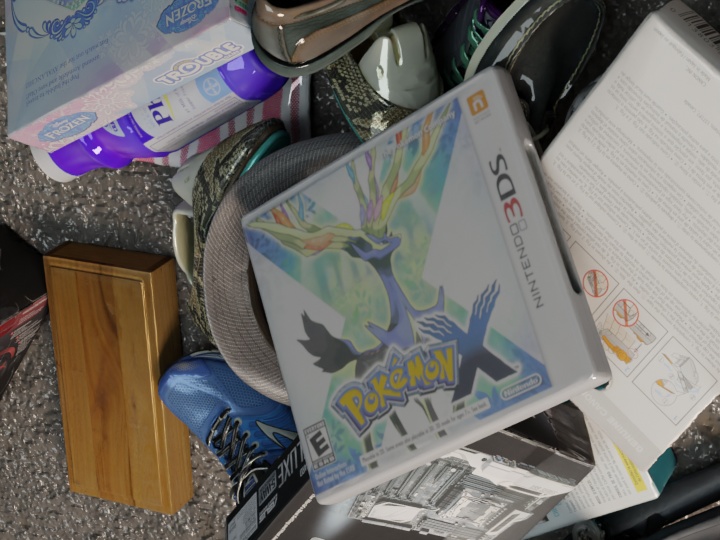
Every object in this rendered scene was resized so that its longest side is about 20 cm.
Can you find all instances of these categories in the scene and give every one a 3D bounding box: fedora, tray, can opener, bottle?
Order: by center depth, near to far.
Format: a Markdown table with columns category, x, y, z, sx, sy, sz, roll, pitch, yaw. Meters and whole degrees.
| category | x | y | z | sx | sy | sz | roll | pitch | yaw |
| --- | --- | --- | --- | --- | --- | --- | --- | --- | --- |
| fedora | 0.000 | 0.000 | 1.025 | 0.198 | 0.090 | 0.179 | -8 | 95 | 0 |
| can opener | 0.210 | 0.162 | 1.034 | 0.200 | 0.078 | 0.064 | -39 | 51 | 31 |
| bottle | -0.138 | -0.119 | 1.054 | 0.199 | 0.065 | 0.084 | -25 | 83 | 31 |
| tray | -0.185 | 0.083 | 1.216 | 0.098 | 0.037 | 0.202 | 8 | 113 | 25 |

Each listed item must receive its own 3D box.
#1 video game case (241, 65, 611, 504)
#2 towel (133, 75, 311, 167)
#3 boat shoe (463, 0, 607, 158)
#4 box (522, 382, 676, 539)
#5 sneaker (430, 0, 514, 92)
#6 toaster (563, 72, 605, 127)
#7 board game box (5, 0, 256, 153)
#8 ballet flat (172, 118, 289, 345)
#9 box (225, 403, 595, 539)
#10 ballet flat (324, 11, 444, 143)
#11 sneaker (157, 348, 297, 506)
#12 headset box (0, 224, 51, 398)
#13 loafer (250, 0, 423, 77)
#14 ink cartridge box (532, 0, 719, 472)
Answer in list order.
| category | x | y | z | sx | sy | sz | roll | pitch | yaw |
| --- | --- | --- | --- | --- | --- | --- | --- | --- | --- |
| video game case | 0.028 | 0.012 | 0.889 | 0.199 | 0.022 | 0.184 | -29 | 69 | 33 |
| towel | -0.123 | -0.139 | 1.094 | 0.198 | 0.030 | 0.148 | 9 | 115 | 24 |
| boat shoe | 0.087 | -0.077 | 0.910 | 0.201 | 0.071 | 0.068 | -59 | 41 | 23 |
| box | 0.106 | 0.134 | 1.073 | 0.199 | 0.049 | 0.083 | -24 | 98 | 33 |
| sneaker | 0.076 | -0.140 | 0.952 | 0.074 | 0.087 | 0.201 | 36 | 122 | 10 |
| toaster | 0.186 | -0.033 | 0.925 | 0.128 | 0.113 | 0.202 | 15 | 115 | 26 |
| board game box | -0.149 | -0.203 | 1.012 | 0.199 | 0.043 | 0.201 | -20 | 64 | 34 |
| ballet flat | -0.097 | -0.031 | 1.081 | 0.075 | 0.068 | 0.201 | 33 | 138 | 23 |
| box | 0.027 | 0.142 | 1.011 | 0.157 | 0.050 | 0.200 | 23 | 127 | -25 |
| ballet flat | 0.005 | -0.149 | 0.965 | 0.201 | 0.067 | 0.075 | 63 | 146 | 20 |
| sneaker | -0.067 | 0.132 | 1.141 | 0.199 | 0.089 | 0.079 | 34 | 121 | 12 |
| headset box | -0.321 | 0.065 | 1.213 | 0.075 | 0.149 | 0.201 | 40 | 124 | 7 |
| loafer | 0.019 | -0.190 | 0.907 | 0.072 | 0.200 | 0.063 | 44 | 169 | 16 |
| ink cartridge box | 0.163 | -0.016 | 0.851 | 0.161 | 0.050 | 0.201 | 45 | 125 | 15 |
